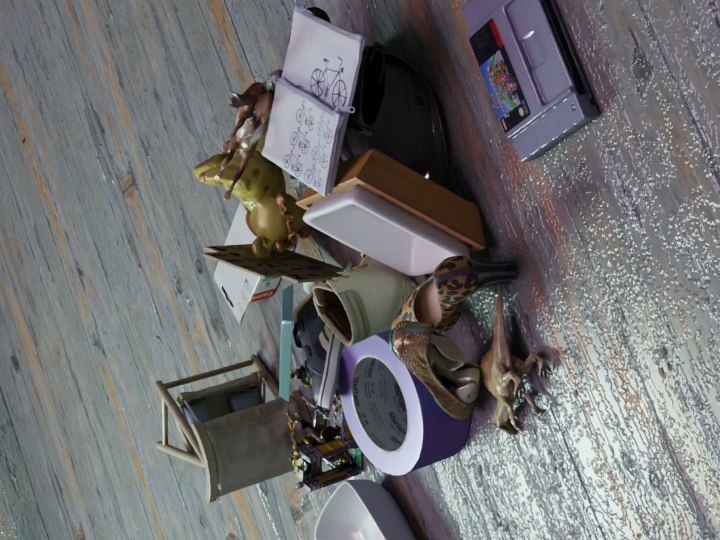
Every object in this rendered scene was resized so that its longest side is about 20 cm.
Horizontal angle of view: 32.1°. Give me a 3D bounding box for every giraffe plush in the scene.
[{"bbox_3d":[-0.138,-0.113,1.851,0.163,0.171,0.200,62,-178,-14],"label":"giraffe plush"}]

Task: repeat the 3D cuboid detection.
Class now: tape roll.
[{"bbox_3d":[0.058,0.173,1.722,0.199,0.084,0.202,29,126,49],"label":"tape roll"}]

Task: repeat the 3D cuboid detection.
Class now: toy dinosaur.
[{"bbox_3d":[0.180,0.122,1.540,0.101,0.058,0.202,18,117,54],"label":"toy dinosaur"}]

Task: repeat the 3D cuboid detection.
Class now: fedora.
[{"bbox_3d":[0.025,-0.181,1.630,0.176,0.090,0.202,-12,92,58],"label":"fedora"}]

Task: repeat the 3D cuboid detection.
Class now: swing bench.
[{"bbox_3d":[-0.206,0.255,2.052,0.200,0.198,0.131,32,127,47],"label":"swing bench"}]

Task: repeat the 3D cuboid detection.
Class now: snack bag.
[{"bbox_3d":[-0.060,-0.212,1.539,0.188,0.021,0.202,38,119,54],"label":"snack bag"}]

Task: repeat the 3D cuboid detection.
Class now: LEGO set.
[{"bbox_3d":[-0.077,0.241,1.923,0.154,0.115,0.202,37,131,44],"label":"LEGO set"}]

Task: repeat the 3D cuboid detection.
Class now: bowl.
[{"bbox_3d":[0.023,0.424,1.882,0.200,0.074,0.201,58,143,27],"label":"bowl"}]

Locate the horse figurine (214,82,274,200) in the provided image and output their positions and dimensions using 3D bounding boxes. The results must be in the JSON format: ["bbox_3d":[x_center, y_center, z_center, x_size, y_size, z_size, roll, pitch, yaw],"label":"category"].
[{"bbox_3d":[-0.152,-0.187,1.655,0.050,0.133,0.200,23,147,-2],"label":"horse figurine"}]

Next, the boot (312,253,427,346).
[{"bbox_3d":[0.000,0.000,1.678,0.201,0.154,0.072,62,145,20],"label":"boot"}]

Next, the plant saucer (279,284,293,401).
[{"bbox_3d":[-0.110,0.109,1.844,0.201,0.019,0.070,95,175,-50],"label":"plant saucer"}]

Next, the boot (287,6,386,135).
[{"bbox_3d":[-0.021,-0.252,1.564,0.174,0.069,0.202,-14,73,57],"label":"boot"}]

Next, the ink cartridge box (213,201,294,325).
[{"bbox_3d":[-0.177,-0.013,2.044,0.109,0.050,0.201,58,144,25],"label":"ink cartridge box"}]

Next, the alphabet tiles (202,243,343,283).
[{"bbox_3d":[-0.127,-0.011,1.839,0.199,0.166,0.006,19,106,39],"label":"alphabet tiles"}]

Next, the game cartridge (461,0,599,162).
[{"bbox_3d":[0.187,-0.237,1.417,0.129,0.038,0.202,-33,74,52],"label":"game cartridge"}]

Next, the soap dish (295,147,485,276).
[{"bbox_3d":[0.040,-0.072,1.570,0.157,0.199,0.082,-16,52,59],"label":"soap dish"}]

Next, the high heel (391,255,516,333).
[{"bbox_3d":[0.078,0.034,1.533,0.199,0.142,0.072,-31,72,36],"label":"high heel"}]

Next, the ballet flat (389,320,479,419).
[{"bbox_3d":[0.111,0.128,1.574,0.065,0.200,0.071,-11,53,33],"label":"ballet flat"}]

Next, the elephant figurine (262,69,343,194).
[{"bbox_3d":[-0.068,-0.173,1.722,0.141,0.154,0.202,-23,77,48],"label":"elephant figurine"}]

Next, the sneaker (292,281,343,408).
[{"bbox_3d":[-0.062,0.101,1.800,0.079,0.079,0.202,94,-177,-60],"label":"sneaker"}]
